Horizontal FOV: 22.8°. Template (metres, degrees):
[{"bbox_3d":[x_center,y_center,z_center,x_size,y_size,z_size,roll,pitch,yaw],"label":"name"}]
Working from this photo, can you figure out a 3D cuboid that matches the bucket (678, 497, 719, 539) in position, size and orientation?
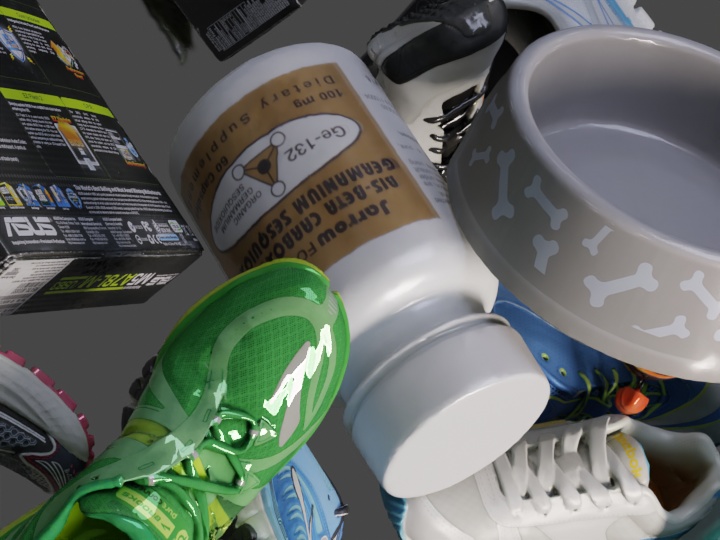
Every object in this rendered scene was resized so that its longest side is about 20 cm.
[{"bbox_3d":[0.259,0.140,0.924,0.135,0.207,0.207,44,39,4],"label":"bucket"}]

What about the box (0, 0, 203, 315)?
[{"bbox_3d":[-0.167,-0.072,0.765,0.194,0.047,0.200,53,14,8],"label":"box"}]

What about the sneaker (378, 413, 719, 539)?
[{"bbox_3d":[0.095,0.104,0.891,0.199,0.081,0.077,4,57,-39],"label":"sneaker"}]

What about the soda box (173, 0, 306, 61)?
[{"bbox_3d":[-0.102,-0.216,0.953,0.201,0.063,0.071,54,29,-13],"label":"soda box"}]

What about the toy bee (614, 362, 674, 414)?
[{"bbox_3d":[0.172,0.026,0.910,0.131,0.198,0.110,25,79,-66],"label":"toy bee"}]

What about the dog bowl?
[{"bbox_3d":[0.142,-0.040,0.823,0.198,0.059,0.201,13,39,-11],"label":"dog bowl"}]

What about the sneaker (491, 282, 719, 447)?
[{"bbox_3d":[0.112,0.061,0.952,0.199,0.076,0.105,31,42,-9],"label":"sneaker"}]

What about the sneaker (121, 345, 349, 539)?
[{"bbox_3d":[-0.032,0.120,0.765,0.089,0.078,0.201,9,53,-41],"label":"sneaker"}]

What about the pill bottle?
[{"bbox_3d":[0.000,0.000,0.840,0.114,0.115,0.201,-4,51,-44],"label":"pill bottle"}]

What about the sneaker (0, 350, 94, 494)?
[{"bbox_3d":[-0.196,0.051,0.683,0.199,0.080,0.075,22,75,-30],"label":"sneaker"}]

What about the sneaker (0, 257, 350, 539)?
[{"bbox_3d":[-0.071,0.084,0.676,0.074,0.200,0.084,43,-5,-18],"label":"sneaker"}]

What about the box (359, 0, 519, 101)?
[{"bbox_3d":[0.113,-0.086,1.044,0.200,0.106,0.122,52,40,6],"label":"box"}]

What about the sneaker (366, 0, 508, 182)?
[{"bbox_3d":[0.041,-0.086,0.924,0.073,0.200,0.081,-23,82,-14],"label":"sneaker"}]

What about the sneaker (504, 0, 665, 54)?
[{"bbox_3d":[0.135,-0.091,0.948,0.200,0.075,0.087,43,57,1],"label":"sneaker"}]
